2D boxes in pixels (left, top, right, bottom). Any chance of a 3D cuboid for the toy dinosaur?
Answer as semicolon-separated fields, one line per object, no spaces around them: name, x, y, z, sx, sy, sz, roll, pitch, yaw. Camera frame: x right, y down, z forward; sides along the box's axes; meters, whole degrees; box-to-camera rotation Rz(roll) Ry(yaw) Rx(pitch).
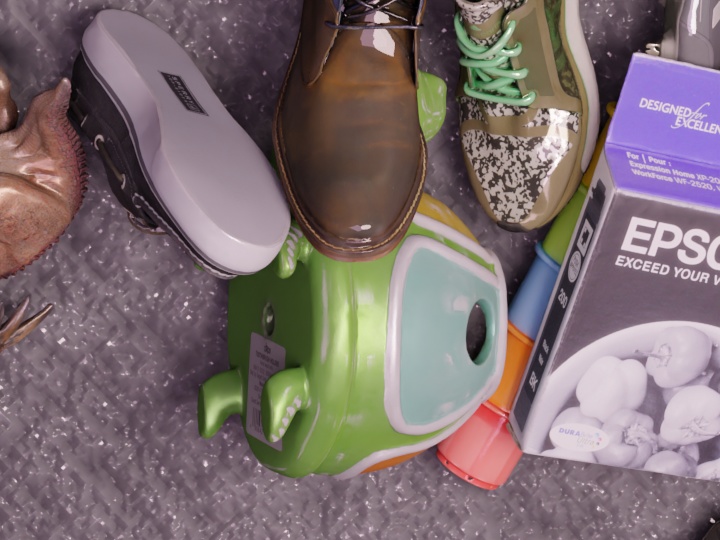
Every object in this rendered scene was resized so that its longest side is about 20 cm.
toy dinosaur;-0.182;-0.020;1.432;0.200;0.086;0.136;-38;103;22

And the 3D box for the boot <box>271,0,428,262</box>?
boot;-0.004;-0.103;1.358;0.074;0.201;0.097;0;139;0

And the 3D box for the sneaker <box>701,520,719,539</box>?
sneaker;0.170;0.197;1.513;0.199;0.081;0.083;-32;134;18

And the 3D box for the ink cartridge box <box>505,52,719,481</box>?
ink cartridge box;0.191;0.009;1.443;0.197;0.043;0.201;9;112;-20

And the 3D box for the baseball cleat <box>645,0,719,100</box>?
baseball cleat;0.194;-0.163;1.423;0.106;0.070;0.201;6;105;-2

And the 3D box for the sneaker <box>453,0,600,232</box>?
sneaker;0.064;-0.116;1.413;0.077;0.088;0.201;6;102;32

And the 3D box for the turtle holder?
turtle holder;-0.003;0.007;1.442;0.131;0.141;0.187;1;68;-22

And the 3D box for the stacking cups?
stacking cups;0.104;0.019;1.474;0.060;0.061;0.201;25;104;-7

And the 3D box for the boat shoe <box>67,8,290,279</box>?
boat shoe;-0.089;-0.050;1.393;0.068;0.200;0.057;16;117;-33
